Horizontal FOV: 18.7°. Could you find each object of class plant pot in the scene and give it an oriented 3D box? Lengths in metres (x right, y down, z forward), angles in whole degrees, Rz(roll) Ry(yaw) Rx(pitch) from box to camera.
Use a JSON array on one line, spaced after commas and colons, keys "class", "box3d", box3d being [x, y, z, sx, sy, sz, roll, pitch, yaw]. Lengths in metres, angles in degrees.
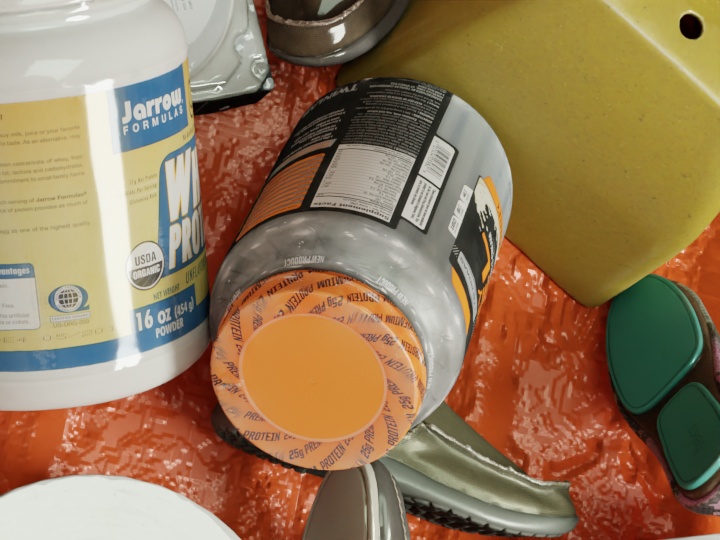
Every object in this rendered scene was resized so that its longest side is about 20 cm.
[{"class": "plant pot", "box3d": [0.142, -0.127, 1.126, 0.195, 0.200, 0.194, 40, 69, -8]}]

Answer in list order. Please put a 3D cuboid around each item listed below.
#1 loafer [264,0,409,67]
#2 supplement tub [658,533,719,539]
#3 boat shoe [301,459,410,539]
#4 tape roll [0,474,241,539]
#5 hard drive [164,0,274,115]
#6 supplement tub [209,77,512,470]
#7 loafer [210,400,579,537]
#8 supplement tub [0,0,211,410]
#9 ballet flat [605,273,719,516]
[{"class": "loafer", "box3d": [-0.001, -0.195, 1.145, 0.073, 0.071, 0.200, 10, 60, 27]}, {"class": "supplement tub", "box3d": [0.191, 0.234, 1.106, 0.145, 0.145, 0.201, -3, 81, -21]}, {"class": "boat shoe", "box3d": [0.005, 0.186, 1.076, 0.057, 0.067, 0.201, -1, 100, -34]}, {"class": "tape roll", "box3d": [-0.133, 0.199, 1.032, 0.202, 0.071, 0.203, 4, 78, -20]}, {"class": "hard drive", "box3d": [-0.154, -0.138, 1.106, 0.199, 0.038, 0.140, -11, 84, -21]}, {"class": "supplement tub", "box3d": [0.000, 0.000, 1.044, 0.122, 0.123, 0.200, 39, 33, -10]}, {"class": "loafer", "box3d": [0.026, 0.084, 1.110, 0.199, 0.075, 0.070, 22, 78, -15]}, {"class": "supplement tub", "box3d": [-0.147, -0.050, 1.002, 0.144, 0.145, 0.201, -12, 109, -22]}, {"class": "ballet flat", "box3d": [0.178, 0.074, 1.128, 0.071, 0.200, 0.069, 38, 105, -23]}]
